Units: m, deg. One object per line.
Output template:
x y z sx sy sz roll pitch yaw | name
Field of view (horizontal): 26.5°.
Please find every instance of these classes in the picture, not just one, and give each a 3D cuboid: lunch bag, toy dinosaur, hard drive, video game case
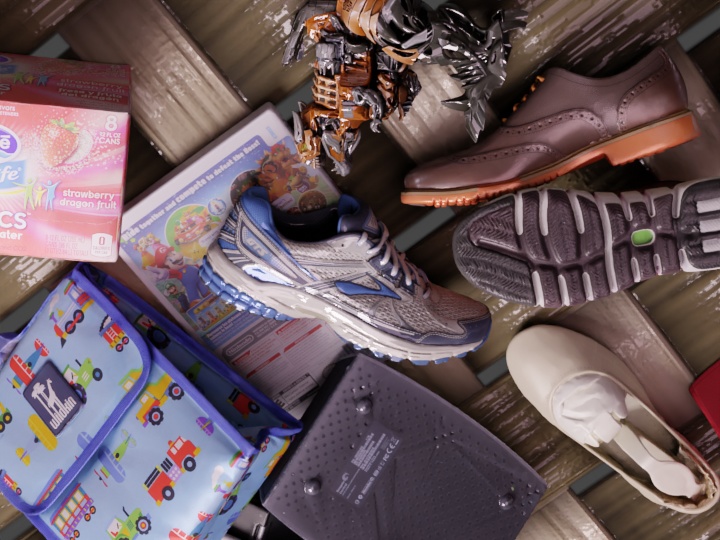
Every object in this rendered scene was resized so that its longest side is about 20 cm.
-0.166 0.103 1.022 0.200 0.094 0.151 39 105 12 | lunch bag
0.026 -0.145 0.947 0.135 0.102 0.201 24 133 0 | toy dinosaur
0.029 0.153 1.084 0.200 0.042 0.135 36 84 -29 | hard drive
-0.059 0.003 1.043 0.143 0.018 0.200 -34 115 10 | video game case

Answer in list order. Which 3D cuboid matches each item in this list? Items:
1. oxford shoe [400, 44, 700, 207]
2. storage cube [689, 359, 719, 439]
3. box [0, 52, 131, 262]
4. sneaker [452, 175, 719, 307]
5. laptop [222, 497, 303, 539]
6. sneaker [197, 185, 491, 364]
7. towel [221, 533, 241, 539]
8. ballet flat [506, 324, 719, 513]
0.117 -0.091 1.004 0.199 0.071 0.073 -17 93 0 | oxford shoe
0.368 0.123 1.067 0.200 0.180 0.171 -41 114 11 | storage cube
-0.243 -0.076 0.937 0.199 0.095 0.103 4 115 -10 | box
0.158 -0.022 1.009 0.199 0.116 0.076 -4 95 1 | sneaker
-0.094 0.222 1.149 0.199 0.116 0.188 24 113 14 | laptop
0.000 0.000 0.999 0.199 0.077 0.086 16 109 -15 | sneaker
-0.099 0.258 1.085 0.199 0.023 0.153 23 113 14 | towel
0.187 0.112 1.101 0.200 0.070 0.069 38 106 -21 | ballet flat
